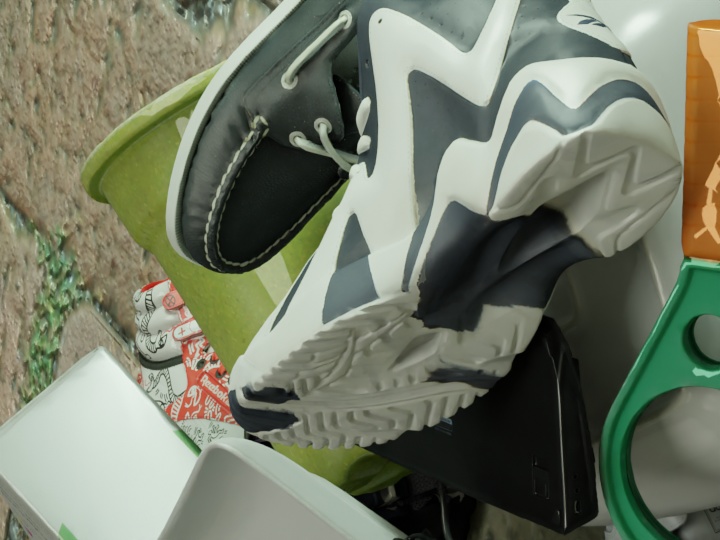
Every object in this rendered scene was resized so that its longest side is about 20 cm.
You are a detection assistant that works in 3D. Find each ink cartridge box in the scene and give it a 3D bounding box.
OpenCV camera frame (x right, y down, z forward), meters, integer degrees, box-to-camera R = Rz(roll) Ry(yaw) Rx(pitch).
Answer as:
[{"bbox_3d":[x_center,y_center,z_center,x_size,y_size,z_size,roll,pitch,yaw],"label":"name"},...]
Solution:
[{"bbox_3d":[-0.098,0.153,1.326,0.145,0.087,0.200,43,166,28],"label":"ink cartridge box"}]

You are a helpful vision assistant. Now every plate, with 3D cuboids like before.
[{"bbox_3d":[0.002,0.158,1.119,0.200,0.032,0.200,35,149,3],"label":"plate"}]

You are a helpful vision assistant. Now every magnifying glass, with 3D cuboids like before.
[{"bbox_3d":[0.120,0.015,0.878,0.079,0.022,0.201,8,107,28],"label":"magnifying glass"}]

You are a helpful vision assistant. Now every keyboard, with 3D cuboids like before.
[{"bbox_3d":[0.035,0.065,0.990,0.200,0.021,0.128,18,114,63],"label":"keyboard"}]

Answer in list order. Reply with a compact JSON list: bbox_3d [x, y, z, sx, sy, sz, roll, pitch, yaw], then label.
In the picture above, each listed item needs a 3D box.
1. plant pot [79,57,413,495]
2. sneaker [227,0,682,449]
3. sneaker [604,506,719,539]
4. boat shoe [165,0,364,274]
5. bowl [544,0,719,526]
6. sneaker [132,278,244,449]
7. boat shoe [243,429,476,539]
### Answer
[{"bbox_3d":[0.000,0.000,1.181,0.200,0.200,0.185,-38,75,54],"label":"plant pot"},{"bbox_3d":[0.021,-0.033,0.916,0.199,0.079,0.130,-47,38,35],"label":"sneaker"},{"bbox_3d":[0.159,0.124,1.024,0.200,0.075,0.115,-18,82,61],"label":"sneaker"},{"bbox_3d":[-0.007,-0.077,1.047,0.060,0.076,0.200,41,106,41],"label":"boat shoe"},{"bbox_3d":[0.090,-0.003,0.978,0.200,0.074,0.201,-24,79,52],"label":"bowl"},{"bbox_3d":[-0.067,0.057,1.387,0.201,0.067,0.108,15,110,59],"label":"sneaker"},{"bbox_3d":[-0.023,0.059,1.292,0.200,0.093,0.075,58,139,36],"label":"boat shoe"}]
